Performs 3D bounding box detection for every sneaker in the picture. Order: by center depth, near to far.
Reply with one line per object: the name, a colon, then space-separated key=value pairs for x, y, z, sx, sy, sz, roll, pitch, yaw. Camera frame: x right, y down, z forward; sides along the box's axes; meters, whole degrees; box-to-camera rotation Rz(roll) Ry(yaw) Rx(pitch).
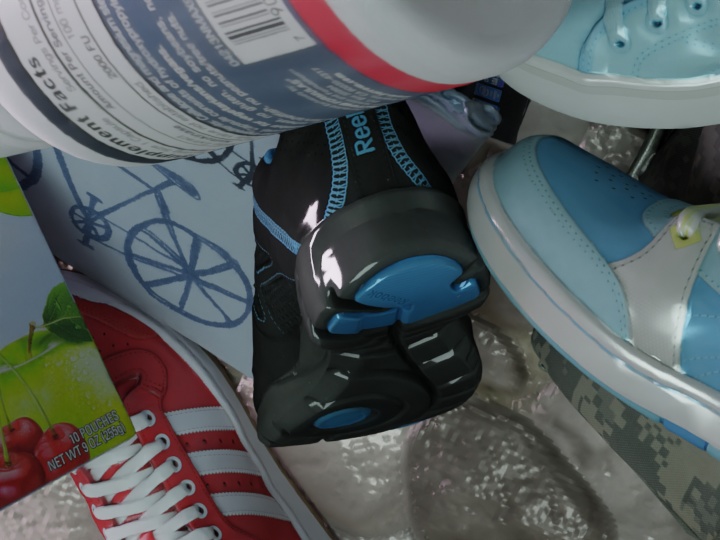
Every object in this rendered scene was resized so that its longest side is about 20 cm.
sneaker: x=0.122 y=-0.092 z=0.753 sx=0.199 sy=0.074 sz=0.082 roll=-3 pitch=140 yaw=21
sneaker: x=0.132 y=-0.007 z=0.756 sx=0.200 sy=0.079 sz=0.131 roll=37 pitch=120 yaw=15
sneaker: x=0.000 y=0.000 z=0.876 sx=0.073 sy=0.082 sz=0.200 roll=-12 pitch=161 yaw=-13
sneaker: x=-0.074 y=0.096 z=0.991 sx=0.071 sy=0.113 sz=0.200 roll=-33 pitch=104 yaw=27

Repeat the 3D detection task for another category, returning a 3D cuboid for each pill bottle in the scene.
pill bottle: x=-0.047 y=-0.094 z=0.767 sx=0.200 sy=0.120 sz=0.120 roll=-11 pitch=115 yaw=41

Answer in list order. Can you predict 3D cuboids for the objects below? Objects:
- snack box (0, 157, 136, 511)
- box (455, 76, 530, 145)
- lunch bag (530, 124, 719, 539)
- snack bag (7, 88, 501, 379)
snack box: x=-0.187 y=0.035 z=0.895 sx=0.053 sy=0.200 sz=0.143 roll=-22 pitch=95 yaw=50
box: x=-0.004 y=-0.137 z=0.839 sx=0.157 sy=0.050 sz=0.200 roll=20 pitch=148 yaw=4
lunch bag: x=0.160 y=-0.006 z=0.861 sx=0.168 sy=0.139 sz=0.200 roll=36 pitch=119 yaw=14
snack bag: x=-0.066 y=-0.052 z=0.926 sx=0.188 sy=0.021 sz=0.200 roll=33 pitch=143 yaw=-1
